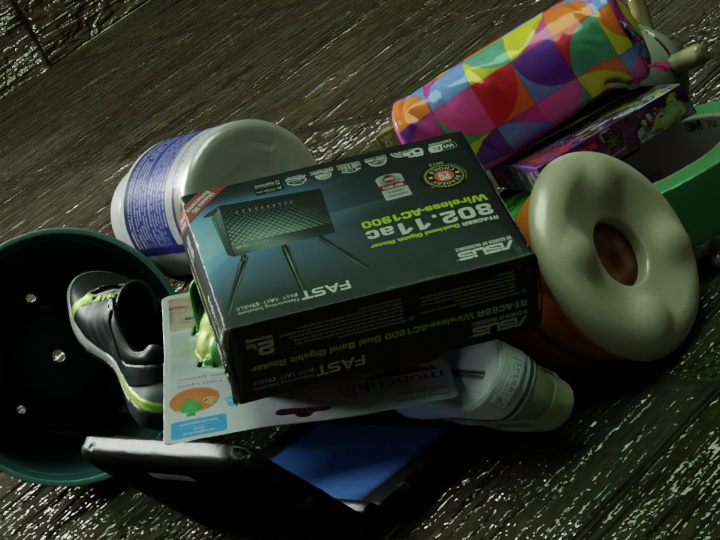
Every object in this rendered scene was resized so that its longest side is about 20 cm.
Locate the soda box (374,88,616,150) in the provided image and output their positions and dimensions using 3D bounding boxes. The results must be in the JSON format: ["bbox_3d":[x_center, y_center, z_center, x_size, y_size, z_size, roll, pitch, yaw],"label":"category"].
[{"bbox_3d":[0.114,-0.131,1.473,0.200,0.064,0.068,-29,7,14],"label":"soda box"}]

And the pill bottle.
[{"bbox_3d":[-0.122,-0.051,1.499,0.120,0.120,0.200,-37,15,-25],"label":"pill bottle"}]

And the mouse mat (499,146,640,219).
[{"bbox_3d":[0.108,-0.045,1.396,0.161,0.008,0.200,-32,8,-14],"label":"mouse mat"}]

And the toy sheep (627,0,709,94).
[{"bbox_3d":[0.204,-0.152,1.566,0.200,0.138,0.138,-21,17,50],"label":"toy sheep"}]

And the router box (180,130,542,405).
[{"bbox_3d":[-0.004,-0.006,1.188,0.199,0.062,0.150,-14,38,-9],"label":"router box"}]

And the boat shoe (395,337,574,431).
[{"bbox_3d":[0.071,0.076,1.236,0.072,0.062,0.200,-62,19,-5],"label":"boat shoe"}]

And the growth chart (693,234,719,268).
[{"bbox_3d":[0.178,-0.006,1.397,0.199,0.018,0.145,-21,19,21],"label":"growth chart"}]

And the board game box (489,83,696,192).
[{"bbox_3d":[0.165,-0.097,1.401,0.120,0.032,0.200,-35,7,-3],"label":"board game box"}]

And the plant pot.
[{"bbox_3d":[-0.245,0.072,1.557,0.200,0.201,0.188,-32,3,-10],"label":"plant pot"}]

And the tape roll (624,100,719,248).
[{"bbox_3d":[0.214,-0.060,1.383,0.200,0.048,0.201,-25,15,7],"label":"tape roll"}]

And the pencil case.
[{"bbox_3d":[0.121,-0.134,1.393,0.200,0.089,0.088,-29,17,16],"label":"pencil case"}]

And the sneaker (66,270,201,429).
[{"bbox_3d":[-0.160,0.035,1.385,0.071,0.083,0.200,-15,35,-24],"label":"sneaker"}]

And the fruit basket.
[{"bbox_3d":[-0.040,0.043,1.234,0.184,0.094,0.200,-9,20,-1],"label":"fruit basket"}]

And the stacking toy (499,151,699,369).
[{"bbox_3d":[0.116,0.021,1.283,0.200,0.146,0.146,-32,11,44],"label":"stacking toy"}]

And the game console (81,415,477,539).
[{"bbox_3d":[-0.057,0.114,1.273,0.200,0.176,0.117,-5,58,52],"label":"game console"}]

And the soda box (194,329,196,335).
[{"bbox_3d":[-0.062,0.019,1.591,0.200,0.070,0.063,-33,21,-13],"label":"soda box"}]
